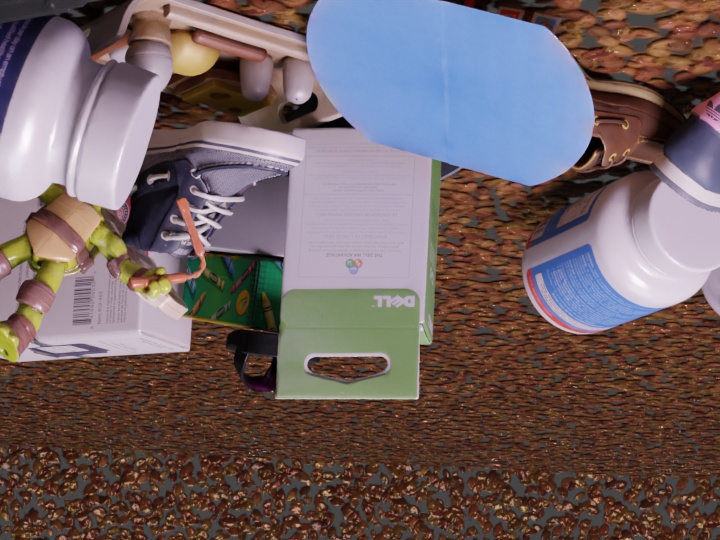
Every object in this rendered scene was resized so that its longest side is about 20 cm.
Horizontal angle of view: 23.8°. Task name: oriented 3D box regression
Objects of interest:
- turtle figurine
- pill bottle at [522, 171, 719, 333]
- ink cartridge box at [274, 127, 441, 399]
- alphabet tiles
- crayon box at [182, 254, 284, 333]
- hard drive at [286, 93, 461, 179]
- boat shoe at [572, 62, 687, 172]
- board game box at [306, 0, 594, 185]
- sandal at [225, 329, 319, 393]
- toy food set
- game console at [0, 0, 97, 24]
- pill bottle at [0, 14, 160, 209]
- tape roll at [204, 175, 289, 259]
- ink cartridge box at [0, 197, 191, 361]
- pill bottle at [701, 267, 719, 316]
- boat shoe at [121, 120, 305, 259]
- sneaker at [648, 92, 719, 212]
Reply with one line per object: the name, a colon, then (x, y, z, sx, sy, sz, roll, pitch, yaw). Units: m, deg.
turtle figurine: (-0.221, -0.026, 1.183, 0.200, 0.161, 0.064, 43, 156, 0)
pill bottle: (0.226, -0.018, 1.423, 0.112, 0.113, 0.200, 8, 166, -20)
ink cartridge box: (0.000, 0.000, 1.211, 0.103, 0.201, 0.059, 0, 162, 9)
alphabet tiles: (-0.207, -0.046, 1.327, 0.015, 0.200, 0.196, -40, 161, 1)
crayon box: (-0.065, 0.023, 1.426, 0.118, 0.059, 0.200, 8, 178, -22)
hard drive: (0.022, -0.104, 1.294, 0.134, 0.043, 0.200, 8, 165, -21)
boat shoe: (0.161, -0.102, 1.225, 0.199, 0.068, 0.072, 15, 161, -41)
board game box: (0.063, -0.133, 1.123, 0.199, 0.039, 0.158, 17, 148, 16)
sandal: (-0.072, 0.074, 1.358, 0.075, 0.048, 0.200, 8, 176, -3)
toy food set: (-0.117, -0.128, 1.189, 0.199, 0.061, 0.143, 13, 162, -35)
game console: (-0.138, -0.208, 0.966, 0.199, 0.117, 0.176, -5, 134, 26)
pill bottle: (-0.233, -0.111, 1.068, 0.199, 0.120, 0.120, 18, 166, 1)
tape roll: (-0.073, -0.041, 1.425, 0.199, 0.067, 0.200, 7, 179, 0)
ink cartridge box: (-0.254, 0.002, 1.550, 0.199, 0.146, 0.084, -5, 164, 27)
pill bottle: (0.388, 0.018, 1.571, 0.112, 0.113, 0.200, -4, 165, 25)
boat shoe: (-0.107, -0.054, 1.224, 0.074, 0.093, 0.200, 11, 175, -31)
sneaker: (0.290, -0.090, 1.261, 0.070, 0.082, 0.200, 42, -156, 22)
